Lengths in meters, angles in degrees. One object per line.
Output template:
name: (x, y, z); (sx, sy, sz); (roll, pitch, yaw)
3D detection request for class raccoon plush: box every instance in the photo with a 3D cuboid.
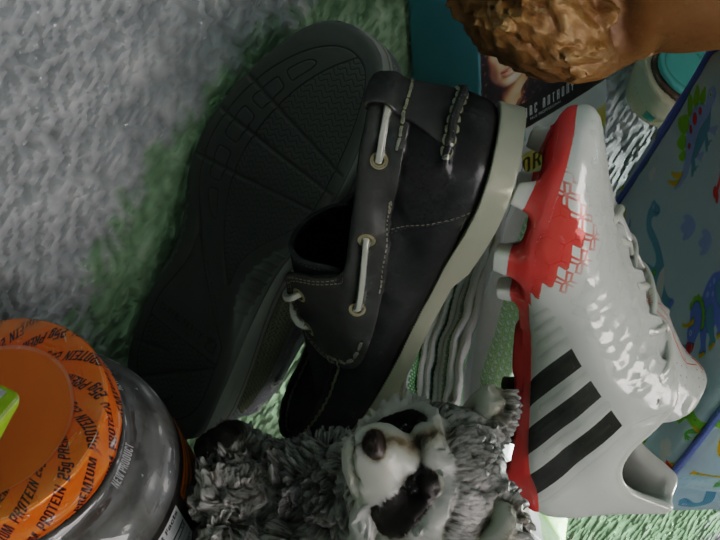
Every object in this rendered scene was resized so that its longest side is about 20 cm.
raccoon plush: (0.013, 0.100, 0.844); (0.134, 0.097, 0.200); (-13, 168, 9)

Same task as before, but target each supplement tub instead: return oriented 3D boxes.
supplement tub: (-0.117, 0.115, 0.850); (0.123, 0.123, 0.200); (-41, 142, -15)

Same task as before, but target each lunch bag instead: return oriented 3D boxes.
lunch bag: (0.169, -0.001, 0.892); (0.082, 0.161, 0.200); (5, 140, -20)

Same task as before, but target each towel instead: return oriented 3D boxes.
towel: (0.076, 0.046, 0.942); (0.200, 0.031, 0.149); (55, 46, -53)

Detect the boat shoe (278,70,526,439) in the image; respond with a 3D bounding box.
boat shoe: (0.000, 0.000, 0.823); (0.068, 0.072, 0.200); (15, 135, -12)

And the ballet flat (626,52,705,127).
ballet flat: (0.213, -0.138, 1.061); (0.200, 0.069, 0.069); (-37, 141, -17)

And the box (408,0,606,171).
box: (0.071, -0.071, 0.962); (0.082, 0.049, 0.200); (-32, 140, -26)

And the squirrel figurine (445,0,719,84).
squirrel figurine: (0.103, -0.179, 0.811); (0.200, 0.142, 0.187); (-18, 105, -14)

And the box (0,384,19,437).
box: (-0.219, 0.108, 0.737); (0.200, 0.122, 0.048); (-63, -179, 14)

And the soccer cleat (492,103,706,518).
soccer cleat: (0.097, 0.021, 0.814); (0.069, 0.085, 0.200); (-69, 164, -51)

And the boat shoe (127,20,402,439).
boat shoe: (-0.034, -0.016, 0.879); (0.065, 0.074, 0.202); (-8, 129, -52)
